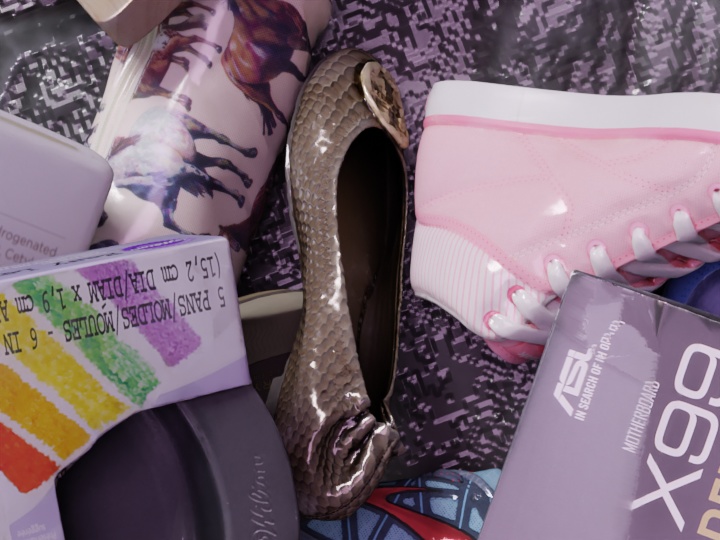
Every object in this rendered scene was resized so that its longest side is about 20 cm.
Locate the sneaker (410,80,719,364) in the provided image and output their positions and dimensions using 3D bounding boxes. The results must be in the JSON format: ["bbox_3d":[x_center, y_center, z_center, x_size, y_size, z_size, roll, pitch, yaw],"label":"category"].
[{"bbox_3d":[0.100,-0.011,0.811,0.199,0.075,0.105,8,81,38],"label":"sneaker"}]

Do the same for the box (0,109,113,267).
[{"bbox_3d":[-0.238,-0.003,0.790,0.198,0.200,0.172,13,82,46],"label":"box"}]

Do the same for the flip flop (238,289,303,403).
[{"bbox_3d":[-0.064,0.059,0.801,0.057,0.199,0.082,20,117,41],"label":"flip flop"}]

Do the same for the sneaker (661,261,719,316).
[{"bbox_3d":[0.146,0.085,0.810,0.073,0.082,0.201,-5,79,10],"label":"sneaker"}]

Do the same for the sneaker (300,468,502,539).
[{"bbox_3d":[0.022,0.116,0.841,0.199,0.080,0.096,20,56,20],"label":"sneaker"}]

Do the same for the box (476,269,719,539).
[{"bbox_3d":[0.111,0.120,0.738,0.157,0.050,0.201,20,83,5],"label":"box"}]

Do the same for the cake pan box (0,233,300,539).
[{"bbox_3d":[-0.117,0.093,0.710,0.199,0.052,0.185,-11,98,-28],"label":"cake pan box"}]

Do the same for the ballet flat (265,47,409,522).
[{"bbox_3d":[0.000,0.000,0.827,0.046,0.067,0.201,-16,51,33],"label":"ballet flat"}]

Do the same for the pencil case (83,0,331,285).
[{"bbox_3d":[-0.078,-0.034,0.858,0.078,0.089,0.201,17,85,39],"label":"pencil case"}]

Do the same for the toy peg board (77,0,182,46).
[{"bbox_3d":[-0.083,-0.225,0.838,0.199,0.098,0.200,-43,46,1],"label":"toy peg board"}]
